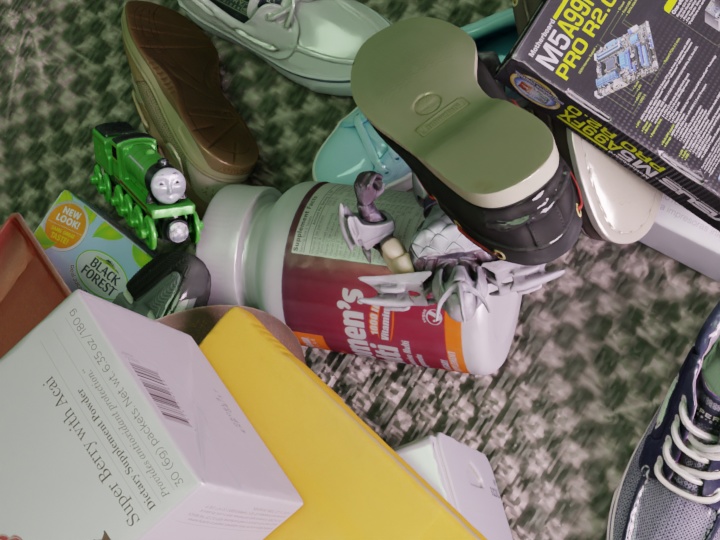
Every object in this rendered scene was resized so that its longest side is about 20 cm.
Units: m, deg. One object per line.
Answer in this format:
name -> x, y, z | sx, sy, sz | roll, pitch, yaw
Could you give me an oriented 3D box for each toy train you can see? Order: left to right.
toy train -> -0.151, -0.064, 0.834 | 0.041, 0.200, 0.057 | -9, 109, -21

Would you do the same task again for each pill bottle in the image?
pill bottle -> 0.000, 0.000, 0.792 | 0.199, 0.110, 0.110 | 8, 79, 20

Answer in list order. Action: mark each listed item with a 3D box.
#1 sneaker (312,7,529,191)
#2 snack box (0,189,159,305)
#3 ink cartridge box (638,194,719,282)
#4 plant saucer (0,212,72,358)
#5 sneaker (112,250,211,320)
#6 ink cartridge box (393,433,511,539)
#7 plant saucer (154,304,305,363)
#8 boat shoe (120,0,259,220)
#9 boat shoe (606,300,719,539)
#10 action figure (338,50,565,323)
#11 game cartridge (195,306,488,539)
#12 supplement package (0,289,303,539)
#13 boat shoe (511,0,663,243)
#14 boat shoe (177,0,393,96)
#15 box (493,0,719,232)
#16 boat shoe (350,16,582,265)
sneaker -> 0.043, -0.118, 0.821 | 0.199, 0.082, 0.074 | -35, 68, 7
snack box -> -0.214, 0.065, 0.877 | 0.142, 0.053, 0.201 | 36, 91, 21
ink cartridge box -> 0.220, -0.114, 0.760 | 0.145, 0.084, 0.201 | 29, 87, 23
plant saucer -> -0.244, 0.088, 0.801 | 0.200, 0.037, 0.200 | -52, 44, 5
sneaker -> -0.126, 0.085, 0.812 | 0.201, 0.115, 0.075 | -58, 37, 14
ink cartridge box -> -0.017, 0.176, 0.727 | 0.199, 0.145, 0.084 | -22, 70, 12
plant saucer -> -0.113, 0.110, 0.753 | 0.200, 0.200, 0.032 | -46, 52, 3
boat shoe -> -0.137, -0.122, 0.886 | 0.065, 0.071, 0.201 | -58, 43, 34
boat shoe -> 0.195, 0.103, 0.711 | 0.074, 0.093, 0.201 | 20, 84, 22
action figure -> 0.052, -0.048, 0.704 | 0.129, 0.070, 0.201 | 0, 49, 1
game cartridge -> -0.054, 0.147, 0.646 | 0.200, 0.032, 0.177 | 42, 92, 25
supplement package -> -0.154, 0.129, 0.604 | 0.200, 0.120, 0.121 | -42, 67, 6
boat shoe -> 0.129, -0.112, 0.714 | 0.059, 0.071, 0.202 | -16, 82, 58
boat shoe -> -0.059, -0.185, 0.879 | 0.199, 0.065, 0.074 | 21, 80, 22
box -> 0.193, -0.147, 0.666 | 0.160, 0.044, 0.201 | 33, 81, -2
boat shoe -> 0.051, -0.074, 0.648 | 0.073, 0.063, 0.202 | -32, 40, -1
